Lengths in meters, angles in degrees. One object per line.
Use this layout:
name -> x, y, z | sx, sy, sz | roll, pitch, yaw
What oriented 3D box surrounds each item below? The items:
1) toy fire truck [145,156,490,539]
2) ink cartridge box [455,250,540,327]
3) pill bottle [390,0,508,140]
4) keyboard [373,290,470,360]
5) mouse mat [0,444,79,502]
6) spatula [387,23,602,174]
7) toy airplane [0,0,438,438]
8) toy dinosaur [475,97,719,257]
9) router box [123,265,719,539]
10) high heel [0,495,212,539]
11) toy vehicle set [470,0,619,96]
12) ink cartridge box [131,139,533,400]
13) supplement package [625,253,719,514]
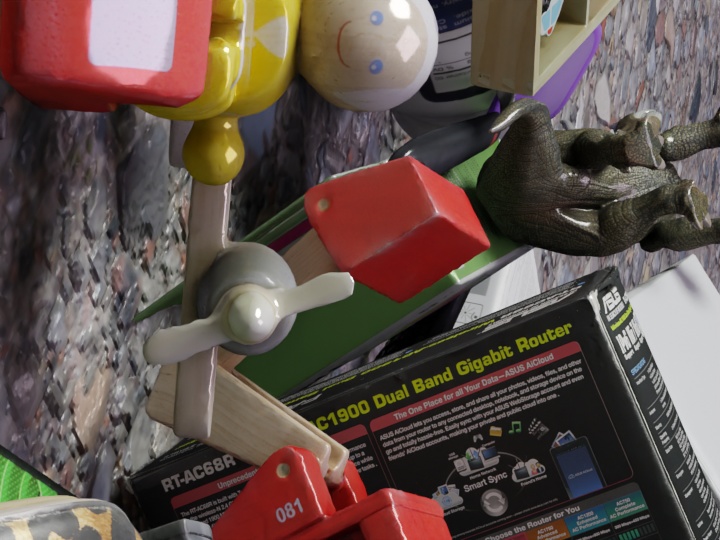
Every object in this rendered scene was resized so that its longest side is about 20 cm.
toy fire truck -> -0.033, 0.065, 0.734 | 0.049, 0.199, 0.142 | 26, 38, -61
ink cartridge box -> 0.067, 0.076, 1.211 | 0.200, 0.047, 0.161 | 75, 28, -60
pill bottle -> 0.031, -0.136, 0.904 | 0.200, 0.110, 0.112 | 66, 36, -58
keyboard -> 0.032, 0.014, 1.031 | 0.127, 0.021, 0.200 | -55, -175, 43
mouse mat -> -0.121, 0.133, 0.571 | 0.161, 0.008, 0.201 | 42, 43, -38
spatula -> 0.054, -0.065, 0.854 | 0.057, 0.021, 0.200 | -60, 169, 28
toy airplane -> -0.040, -0.074, 0.667 | 0.200, 0.140, 0.200 | 75, 27, -48
toy dinosaur -> 0.094, -0.031, 0.853 | 0.200, 0.102, 0.077 | -11, 88, -56
router box -> 0.032, 0.105, 0.785 | 0.150, 0.199, 0.062 | 67, 19, -3
high heel -> -0.076, 0.137, 0.559 | 0.200, 0.071, 0.143 | 15, 56, -62
toy vehicle set -> 0.092, -0.165, 0.853 | 0.200, 0.026, 0.125 | -48, 143, -55
ink cartridge box -> 0.000, 0.000, 0.856 | 0.059, 0.104, 0.200 | 58, 21, 3
supplement package -> 0.076, 0.100, 0.881 | 0.117, 0.200, 0.117 | 58, 28, 4
